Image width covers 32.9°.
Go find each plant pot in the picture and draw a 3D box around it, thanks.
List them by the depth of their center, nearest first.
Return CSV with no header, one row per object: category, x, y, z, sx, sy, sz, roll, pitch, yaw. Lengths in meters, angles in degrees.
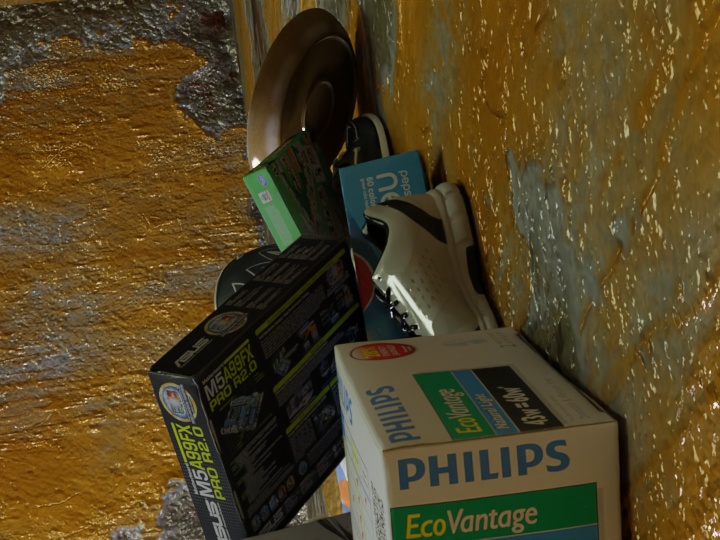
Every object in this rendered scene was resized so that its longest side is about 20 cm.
plant pot,-0.052,-0.168,1.259,0.200,0.027,0.201,-48,-33,-44

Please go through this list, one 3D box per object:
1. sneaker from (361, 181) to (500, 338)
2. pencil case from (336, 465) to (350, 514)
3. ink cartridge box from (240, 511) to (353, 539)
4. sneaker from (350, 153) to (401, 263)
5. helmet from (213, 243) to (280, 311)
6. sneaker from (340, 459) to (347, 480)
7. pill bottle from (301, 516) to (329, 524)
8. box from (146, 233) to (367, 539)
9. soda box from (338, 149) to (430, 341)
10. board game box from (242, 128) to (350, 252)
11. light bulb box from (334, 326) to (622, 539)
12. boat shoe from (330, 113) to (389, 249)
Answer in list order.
sneaker,0.050,0.031,0.862,0.074,0.080,0.201,97,163,-55
pencil case,0.021,0.213,1.238,0.088,0.088,0.201,104,159,-69
ink cartridge box,-0.009,0.256,0.891,0.084,0.199,0.146,44,128,41
sneaker,0.000,0.000,1.059,0.076,0.115,0.201,-113,18,-64
helmet,-0.069,0.070,1.338,0.200,0.199,0.191,-106,27,-48
sneaker,-0.010,0.157,1.086,0.200,0.114,0.075,-74,-23,-52
pill bottle,-0.048,0.444,1.829,0.200,0.110,0.111,-166,69,-82
box,-0.060,0.089,0.907,0.200,0.044,0.161,-45,-51,-45
soda box,0.035,0.014,0.949,0.064,0.068,0.201,60,-160,-69
board game box,-0.034,-0.025,1.167,0.201,0.029,0.135,64,-156,-13
light bulb box,0.063,0.156,0.707,0.198,0.124,0.201,-126,30,-75
boat shoe,0.001,-0.088,1.173,0.200,0.060,0.076,-108,14,-55
